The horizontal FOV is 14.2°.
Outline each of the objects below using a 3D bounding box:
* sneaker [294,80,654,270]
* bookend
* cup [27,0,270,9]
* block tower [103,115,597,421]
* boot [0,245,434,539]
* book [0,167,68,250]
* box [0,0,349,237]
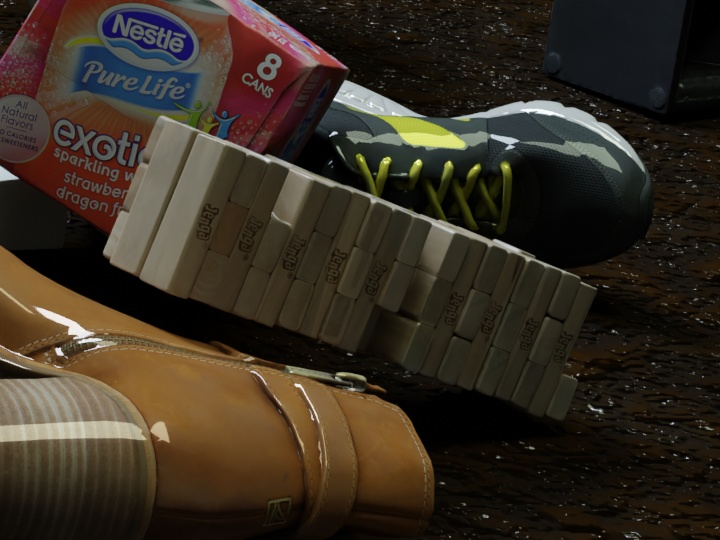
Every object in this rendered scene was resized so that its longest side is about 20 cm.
[{"bbox_3d":[0.025,-0.032,1.227,0.199,0.075,0.085,9,22,25],"label":"sneaker"},{"bbox_3d":[0.212,-0.199,1.604,0.092,0.200,0.200,23,21,40],"label":"bookend"},{"bbox_3d":[-0.107,-0.189,1.490,0.199,0.144,0.200,9,17,-3],"label":"cup"},{"bbox_3d":[0.000,0.000,1.017,0.200,0.058,0.054,22,2,-43],"label":"block tower"},{"bbox_3d":[-0.072,0.033,0.948,0.155,0.077,0.200,4,17,-24],"label":"boot"},{"bbox_3d":[-0.219,-0.055,1.195,0.133,0.048,0.200,-4,25,-28],"label":"book"},{"bbox_3d":[-0.073,-0.066,1.107,0.100,0.096,0.200,34,5,1],"label":"box"}]
